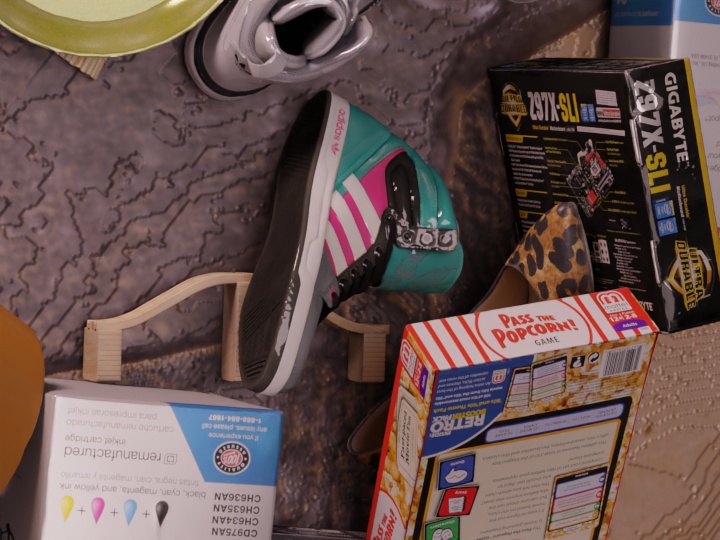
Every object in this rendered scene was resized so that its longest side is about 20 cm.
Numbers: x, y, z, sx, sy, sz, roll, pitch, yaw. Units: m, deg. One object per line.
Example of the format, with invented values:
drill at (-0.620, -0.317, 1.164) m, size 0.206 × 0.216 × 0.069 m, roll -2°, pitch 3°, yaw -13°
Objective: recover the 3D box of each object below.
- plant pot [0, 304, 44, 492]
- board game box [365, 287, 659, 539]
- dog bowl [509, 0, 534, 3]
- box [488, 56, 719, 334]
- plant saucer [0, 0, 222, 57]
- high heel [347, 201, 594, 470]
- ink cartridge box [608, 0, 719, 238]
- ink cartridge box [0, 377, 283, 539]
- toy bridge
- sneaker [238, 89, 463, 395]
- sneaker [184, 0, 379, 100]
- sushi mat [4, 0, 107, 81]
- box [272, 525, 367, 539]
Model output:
plant pot at (-0.285, 0.055, 1.629) m, size 0.183 × 0.200 × 0.201 m, roll 25°, pitch 84°, yaw -32°
board game box at (0.088, 0.112, 1.753) m, size 0.151 × 0.046 × 0.201 m, roll -8°, pitch 130°, yaw -23°
dog bowl at (0.086, -0.267, 1.779) m, size 0.200 × 0.058 × 0.201 m, roll -27°, pitch 122°, yaw -54°
box at (0.151, -0.050, 1.792) m, size 0.049 × 0.200 × 0.161 m, roll -12°, pitch 98°, yaw -20°
plant saucer at (-0.156, -0.227, 1.720) m, size 0.199 × 0.031 × 0.202 m, roll -2°, pitch 97°, yaw -14°
high heel at (0.068, 0.047, 1.794) m, size 0.142 × 0.072 × 0.201 m, roll -13°, pitch 136°, yaw -25°
ink cartridge box at (0.235, -0.099, 1.881) m, size 0.144 × 0.085 × 0.202 m, roll 3°, pitch 91°, yaw -28°
ink cartridge box at (-0.144, 0.171, 1.714) m, size 0.146 × 0.144 × 0.202 m, roll 5°, pitch 91°, yaw -23°
toy bridge at (-0.073, 0.035, 1.798) m, size 0.199 × 0.027 × 0.068 m, roll 1°, pitch 92°, yaw -24°
sneaker at (0.000, 0.000, 1.783) m, size 0.120 × 0.084 × 0.201 m, roll 24°, pitch 64°, yaw -20°
sneaker at (-0.012, -0.176, 1.762) m, size 0.200 × 0.115 × 0.075 m, roll -43°, pitch 108°, yaw -15°
sushi mat at (-0.151, -0.225, 1.757) m, size 0.095 × 0.012 × 0.201 m, roll 31°, pitch 82°, yaw -21°
box at (-0.003, 0.244, 1.829) m, size 0.199 × 0.050 × 0.159 m, roll 6°, pitch 91°, yaw -23°
